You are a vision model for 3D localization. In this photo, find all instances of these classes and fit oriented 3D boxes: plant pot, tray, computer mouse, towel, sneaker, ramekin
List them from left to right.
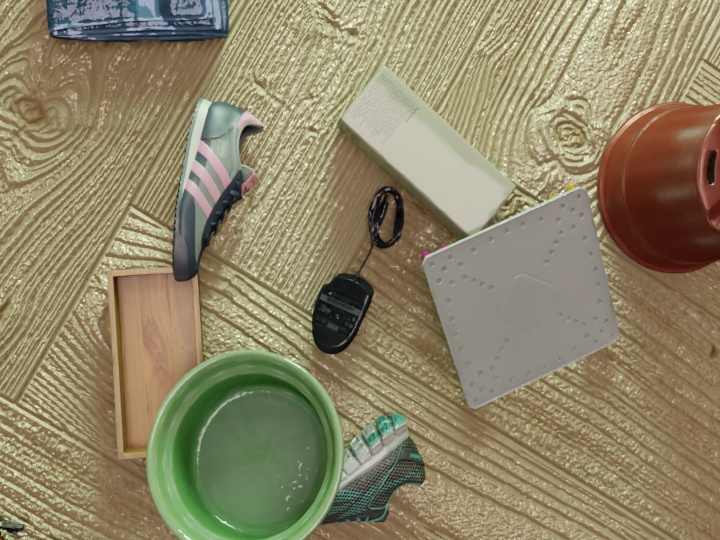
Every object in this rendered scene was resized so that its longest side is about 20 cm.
[{"bbox_3d":[-0.242,-0.306,0.969,0.196,0.049,0.114,-3,91,-6],"label":"towel"},{"bbox_3d":[-0.221,0.099,0.985,0.096,0.037,0.205,-3,90,-7],"label":"tray"},{"bbox_3d":[-0.153,-0.084,0.960,0.080,0.070,0.204,10,80,-7],"label":"sneaker"},{"bbox_3d":[-0.108,0.190,0.909,0.196,0.098,0.204,-2,75,6],"label":"ramekin"},{"bbox_3d":[-0.009,0.253,0.995,0.199,0.078,0.092,-36,99,-3],"label":"sneaker"},{"bbox_3d":[0.000,0.000,1.016,0.058,0.034,0.203,24,83,10],"label":"computer mouse"},{"bbox_3d":[0.388,-0.097,0.974,0.196,0.195,0.205,0,91,-7],"label":"plant pot"}]

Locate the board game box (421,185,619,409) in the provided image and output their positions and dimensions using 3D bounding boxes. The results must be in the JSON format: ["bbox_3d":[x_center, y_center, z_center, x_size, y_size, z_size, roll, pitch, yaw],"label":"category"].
[{"bbox_3d":[0.181,0.031,1.002,0.197,0.026,0.203,-24,116,-6],"label":"board game box"}]

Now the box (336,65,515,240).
[{"bbox_3d":[0.071,-0.128,0.999,0.200,0.068,0.082,43,87,-6],"label":"box"}]

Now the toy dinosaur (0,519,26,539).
[{"bbox_3d":[-0.416,0.335,0.952,0.196,0.102,0.139,0,76,11],"label":"toy dinosaur"}]
